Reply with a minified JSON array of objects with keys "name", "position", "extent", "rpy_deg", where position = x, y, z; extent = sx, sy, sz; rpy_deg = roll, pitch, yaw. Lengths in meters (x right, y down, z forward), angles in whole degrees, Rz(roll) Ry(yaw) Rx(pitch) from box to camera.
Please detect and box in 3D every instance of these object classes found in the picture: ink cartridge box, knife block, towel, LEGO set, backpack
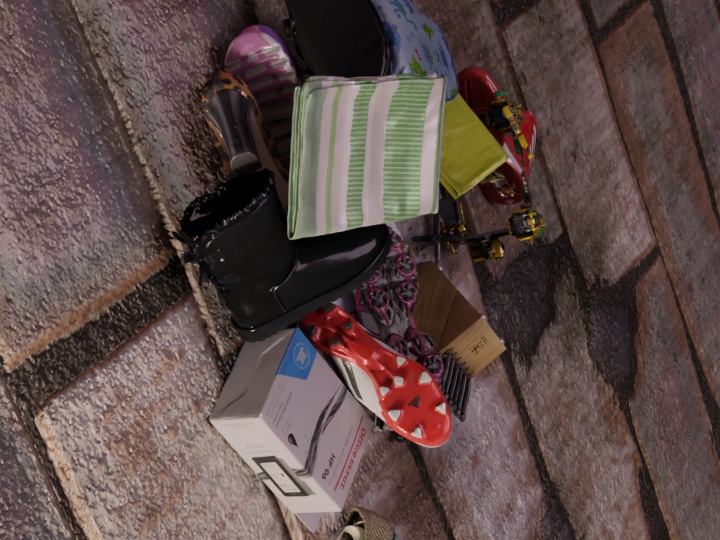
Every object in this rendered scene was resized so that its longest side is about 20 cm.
[{"name":"ink cartridge box","position":[-0.056,0.165,1.664],"extent":[0.200,0.068,0.116],"rpy_deg":[53,44,-36]},{"name":"knife block","position":[0.067,0.101,1.872],"extent":[0.176,0.200,0.064],"rpy_deg":[-38,128,0]},{"name":"towel","position":[0.010,-0.115,1.585],"extent":[0.200,0.023,0.153],"rpy_deg":[-11,110,-46]},{"name":"LEGO set","position":[0.130,-0.107,1.903],"extent":[0.116,0.154,0.200],"rpy_deg":[-5,92,-73]},{"name":"backpack","position":[0.017,-0.217,1.710],"extent":[0.200,0.154,0.163],"rpy_deg":[58,10,-70]},{"name":"towel","position":[0.078,-0.182,1.860],"extent":[0.086,0.018,0.200],"rpy_deg":[-38,88,-16]}]

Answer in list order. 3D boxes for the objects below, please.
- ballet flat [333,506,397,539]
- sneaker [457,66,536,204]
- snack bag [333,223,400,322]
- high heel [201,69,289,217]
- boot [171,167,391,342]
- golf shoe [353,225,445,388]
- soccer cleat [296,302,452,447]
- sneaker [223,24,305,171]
[{"name":"ballet flat","position":[-0.018,0.331,1.702],"extent":[0.075,0.068,0.200],"rpy_deg":[35,47,-20]},{"name":"sneaker","position":[0.166,-0.190,2.062],"extent":[0.116,0.078,0.200],"rpy_deg":[-70,149,-46]},{"name":"snack bag","position":[0.000,0.000,1.809],"extent":[0.200,0.021,0.189],"rpy_deg":[62,38,-38]},{"name":"high heel","position":[-0.106,-0.106,1.666],"extent":[0.200,0.071,0.143],"rpy_deg":[70,0,-51]},{"name":"boot","position":[-0.075,-0.033,1.594],"extent":[0.198,0.073,0.163],"rpy_deg":[-33,133,-8]},{"name":"golf shoe","position":[0.025,0.049,1.773],"extent":[0.073,0.092,0.200],"rpy_deg":[-11,82,-24]},{"name":"soccer cleat","position":[0.015,0.107,1.696],"extent":[0.200,0.085,0.069],"rpy_deg":[40,78,7]},{"name":"sneaker","position":[-0.073,-0.180,1.707],"extent":[0.200,0.080,0.088],"rpy_deg":[59,34,-37]}]
